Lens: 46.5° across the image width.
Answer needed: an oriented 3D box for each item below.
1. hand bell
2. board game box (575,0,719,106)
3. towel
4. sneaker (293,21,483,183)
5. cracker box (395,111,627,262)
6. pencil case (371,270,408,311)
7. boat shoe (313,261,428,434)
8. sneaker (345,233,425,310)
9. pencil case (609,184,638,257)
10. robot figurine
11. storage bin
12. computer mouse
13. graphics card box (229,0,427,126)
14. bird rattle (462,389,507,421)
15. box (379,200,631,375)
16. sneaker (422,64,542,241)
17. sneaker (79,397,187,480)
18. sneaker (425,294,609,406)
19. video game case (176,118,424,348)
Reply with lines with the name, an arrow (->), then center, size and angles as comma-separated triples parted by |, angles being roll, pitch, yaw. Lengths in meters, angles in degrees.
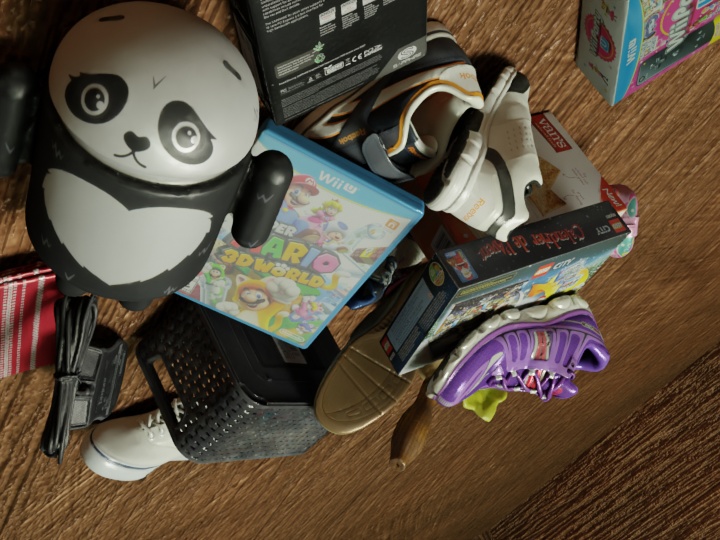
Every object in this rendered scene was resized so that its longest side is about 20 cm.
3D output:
hand bell -> 0.070, 0.119, 0.824 | 0.104, 0.104, 0.201 | -56, -179, 41
board game box -> 0.290, -0.254, 0.731 | 0.199, 0.065, 0.148 | -31, 154, -2
towel -> -0.318, 0.052, 0.624 | 0.198, 0.023, 0.145 | -14, 151, -32
sneaker -> 0.008, -0.101, 0.663 | 0.200, 0.080, 0.078 | -41, 154, 20
cracker box -> 0.137, -0.070, 0.799 | 0.198, 0.135, 0.058 | -18, 152, -29
pencil case -> 0.075, 0.068, 1.029 | 0.093, 0.092, 0.200 | -26, 157, 2
boat shoe -> 0.023, 0.078, 0.812 | 0.200, 0.071, 0.064 | -47, -174, -25
sneaker -> 0.000, 0.000, 0.822 | 0.198, 0.086, 0.077 | -7, 145, -44
pencil case -> 0.198, -0.052, 0.895 | 0.197, 0.088, 0.088 | -1, 144, -19
robot figurine -> -0.135, -0.061, 0.509 | 0.149, 0.125, 0.201 | -20, 153, -41
storage bin -> -0.102, 0.101, 0.821 | 0.094, 0.136, 0.199 | -42, 153, 21
computer mouse -> -0.229, 0.063, 0.690 | 0.045, 0.142, 0.200 | 11, -177, -4
graphics card box -> -0.020, -0.188, 0.506 | 0.124, 0.051, 0.201 | -28, 153, -10
bird rattle -> 0.224, 0.130, 1.304 | 0.199, 0.113, 0.164 | -34, 139, -4
box -> 0.125, 0.014, 0.731 | 0.198, 0.038, 0.137 | -16, 152, -31
sneaker -> 0.114, -0.097, 0.698 | 0.074, 0.080, 0.201 | -51, -171, 46
sneaker -> -0.216, 0.171, 0.909 | 0.071, 0.073, 0.199 | -51, 159, 17
sneaker -> 0.146, 0.080, 0.731 | 0.198, 0.084, 0.081 | -15, 152, -31
video game case -> -0.060, -0.019, 0.691 | 0.142, 0.018, 0.200 | 26, 131, -18
